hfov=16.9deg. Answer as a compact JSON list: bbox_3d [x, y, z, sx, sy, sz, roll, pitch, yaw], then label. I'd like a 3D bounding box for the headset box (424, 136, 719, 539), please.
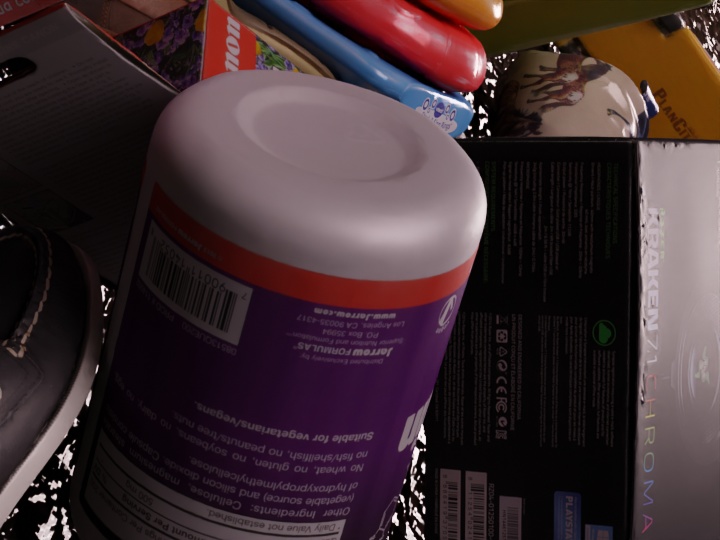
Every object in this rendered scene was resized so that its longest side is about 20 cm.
[{"bbox_3d":[0.112,0.034,0.985,0.200,0.092,0.175,-2,94,-59],"label":"headset box"}]

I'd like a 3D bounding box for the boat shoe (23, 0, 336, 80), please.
[{"bbox_3d":[-0.068,-0.076,0.953,0.068,0.072,0.200,-61,145,-6],"label":"boat shoe"}]

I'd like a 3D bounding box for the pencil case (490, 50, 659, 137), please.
[{"bbox_3d":[0.096,-0.011,1.151,0.089,0.078,0.201,34,46,-26],"label":"pencil case"}]

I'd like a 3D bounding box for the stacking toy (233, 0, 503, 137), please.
[{"bbox_3d":[0.041,-0.165,1.013,0.110,0.201,0.116,36,9,22],"label":"stacking toy"}]

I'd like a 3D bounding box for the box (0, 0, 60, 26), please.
[{"bbox_3d":[-0.105,-0.140,0.789,0.095,0.199,0.103,64,33,-14],"label":"box"}]

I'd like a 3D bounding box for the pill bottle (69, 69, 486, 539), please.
[{"bbox_3d":[-0.034,0.042,0.815,0.112,0.112,0.201,-38,149,-57],"label":"pill bottle"}]

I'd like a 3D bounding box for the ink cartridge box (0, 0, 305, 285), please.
[{"bbox_3d":[-0.076,-0.047,0.873,0.200,0.108,0.051,36,46,-43],"label":"ink cartridge box"}]

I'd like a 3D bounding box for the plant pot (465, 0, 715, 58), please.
[{"bbox_3d":[0.093,-0.218,1.151,0.182,0.198,0.200,66,31,-22],"label":"plant pot"}]

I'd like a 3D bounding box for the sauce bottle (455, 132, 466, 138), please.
[{"bbox_3d":[0.000,0.000,1.013,0.066,0.066,0.200,55,34,-25],"label":"sauce bottle"}]

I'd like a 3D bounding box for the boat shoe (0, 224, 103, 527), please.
[{"bbox_3d":[-0.142,0.052,0.762,0.060,0.074,0.201,54,44,-34],"label":"boat shoe"}]

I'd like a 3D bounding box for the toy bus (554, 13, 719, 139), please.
[{"bbox_3d":[0.181,-0.065,1.282,0.201,0.065,0.078,56,12,9],"label":"toy bus"}]
